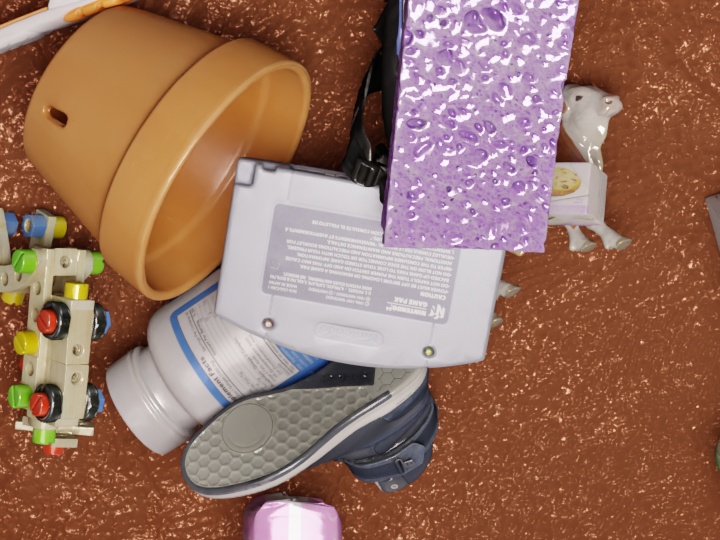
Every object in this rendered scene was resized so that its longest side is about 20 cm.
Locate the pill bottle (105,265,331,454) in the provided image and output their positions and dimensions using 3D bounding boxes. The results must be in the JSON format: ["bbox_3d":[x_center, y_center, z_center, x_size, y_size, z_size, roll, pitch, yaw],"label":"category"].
[{"bbox_3d":[-0.092,0.053,1.367,0.200,0.112,0.112,-33,101,11],"label":"pill bottle"}]

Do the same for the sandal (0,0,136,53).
[{"bbox_3d":[-0.215,-0.213,1.317,0.206,0.079,0.059,-20,98,7],"label":"sandal"}]

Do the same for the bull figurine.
[{"bbox_3d":[0.129,-0.051,1.345,0.200,0.065,0.122,-34,66,18],"label":"bull figurine"}]

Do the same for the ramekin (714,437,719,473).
[{"bbox_3d":[0.363,0.135,1.331,0.199,0.200,0.098,-31,94,9],"label":"ramekin"}]

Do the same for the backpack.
[{"bbox_3d":[0.070,-0.163,1.264,0.153,0.191,0.201,5,110,-5],"label":"backpack"}]

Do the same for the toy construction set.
[{"bbox_3d":[-0.244,0.055,1.371,0.092,0.131,0.201,-17,110,-39],"label":"toy construction set"}]

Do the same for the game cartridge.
[{"bbox_3d":[0.000,0.000,1.275,0.199,0.041,0.134,10,99,-1],"label":"game cartridge"}]

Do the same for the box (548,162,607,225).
[{"bbox_3d":[0.082,-0.056,1.311,0.199,0.039,0.042,2,80,27],"label":"box"}]

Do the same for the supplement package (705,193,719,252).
[{"bbox_3d":[0.335,0.005,1.291,0.121,0.200,0.120,-19,104,7],"label":"supplement package"}]

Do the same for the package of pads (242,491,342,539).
[{"bbox_3d":[-0.054,0.273,1.371,0.075,0.121,0.201,1,85,-4],"label":"package of pads"}]

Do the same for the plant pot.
[{"bbox_3d":[-0.148,-0.100,1.295,0.140,0.200,0.201,34,104,14],"label":"plant pot"}]

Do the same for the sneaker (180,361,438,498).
[{"bbox_3d":[-0.030,0.138,1.359,0.202,0.146,0.077,-26,59,-6],"label":"sneaker"}]

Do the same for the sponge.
[{"bbox_3d":[0.077,-0.109,1.168,0.111,0.030,0.201,4,111,-5],"label":"sponge"}]
